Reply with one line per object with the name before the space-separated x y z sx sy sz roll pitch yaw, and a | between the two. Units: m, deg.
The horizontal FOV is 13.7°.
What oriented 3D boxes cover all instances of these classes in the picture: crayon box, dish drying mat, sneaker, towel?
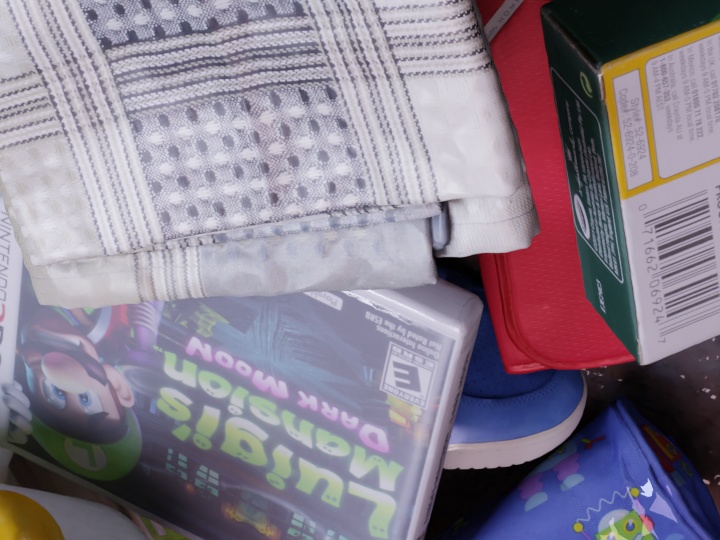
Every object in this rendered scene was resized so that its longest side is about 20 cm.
crayon box | 0.167 -0.063 1.031 0.199 0.052 0.126 -21 128 -12
dish drying mat | 0.072 -0.046 1.071 0.076 0.018 0.201 -10 125 4
sneaker | 0.000 0.001 1.136 0.199 0.077 0.111 21 139 2
towel | -0.052 -0.076 0.958 0.192 0.035 0.201 -7 119 22

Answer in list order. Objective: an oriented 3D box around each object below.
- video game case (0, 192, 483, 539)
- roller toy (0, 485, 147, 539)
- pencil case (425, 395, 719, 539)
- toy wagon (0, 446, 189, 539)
video game case | -0.060 0.035 1.117 0.199 0.023 0.182 25 138 12
roller toy | -0.162 0.169 1.124 0.139 0.184 0.200 13 175 -32
pencil case | 0.051 0.128 1.204 0.199 0.087 0.078 -33 100 13
toy wagon | -0.056 0.076 1.234 0.199 0.040 0.156 -14 125 20
